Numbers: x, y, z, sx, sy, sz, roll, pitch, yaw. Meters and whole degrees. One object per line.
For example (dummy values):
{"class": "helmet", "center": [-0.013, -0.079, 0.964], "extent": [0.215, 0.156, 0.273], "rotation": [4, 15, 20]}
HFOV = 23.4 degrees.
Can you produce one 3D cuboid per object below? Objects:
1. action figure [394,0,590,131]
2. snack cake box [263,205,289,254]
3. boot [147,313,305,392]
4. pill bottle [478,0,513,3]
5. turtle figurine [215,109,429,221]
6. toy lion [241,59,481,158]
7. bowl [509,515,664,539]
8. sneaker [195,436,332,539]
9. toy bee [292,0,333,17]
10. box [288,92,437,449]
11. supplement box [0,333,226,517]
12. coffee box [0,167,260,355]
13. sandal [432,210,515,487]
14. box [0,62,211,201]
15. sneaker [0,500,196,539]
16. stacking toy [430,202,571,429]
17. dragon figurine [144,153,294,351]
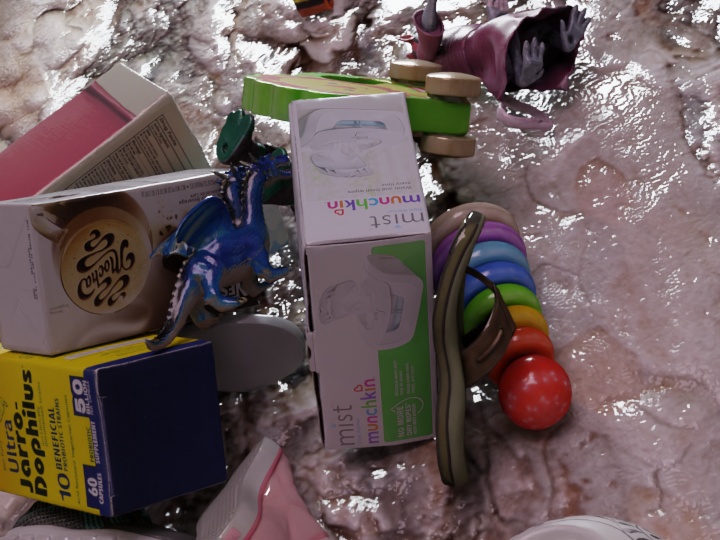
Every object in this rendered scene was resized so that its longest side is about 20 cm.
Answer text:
{"class": "action figure", "center": [0.112, -0.192, 1.576], "extent": [0.199, 0.133, 0.151], "rotation": [1, 86, 46]}
{"class": "snack cake box", "center": [-0.174, -0.017, 1.489], "extent": [0.199, 0.068, 0.114], "rotation": [-30, 22, -36]}
{"class": "boot", "center": [-0.137, 0.052, 1.449], "extent": [0.198, 0.074, 0.096], "rotation": [-9, 34, 13]}
{"class": "pill bottle", "center": [0.125, -0.357, 1.712], "extent": [0.111, 0.113, 0.201], "rotation": [-20, 39, 10]}
{"class": "turtle figurine", "center": [-0.021, -0.074, 1.458], "extent": [0.149, 0.199, 0.102], "rotation": [23, 97, 44]}
{"class": "toy lion", "center": [-0.007, -0.141, 1.443], "extent": [0.190, 0.069, 0.200], "rotation": [4, 11, -13]}
{"class": "bowl", "center": [0.132, 0.221, 1.083], "extent": [0.199, 0.095, 0.202], "rotation": [-16, 41, 14]}
{"class": "sneaker", "center": [-0.060, 0.195, 1.254], "extent": [0.076, 0.104, 0.200], "rotation": [-50, 7, 10]}
{"class": "toy bee", "center": [-0.065, -0.363, 1.836], "extent": [0.130, 0.109, 0.201], "rotation": [-29, 38, 2]}
{"class": "box", "center": [0.000, 0.000, 1.307], "extent": [0.096, 0.201, 0.177], "rotation": [-6, 39, -3]}
{"class": "supplement box", "center": [-0.207, 0.110, 1.323], "extent": [0.109, 0.110, 0.199], "rotation": [-12, 9, -41]}
{"class": "coffee box", "center": [-0.182, -0.011, 1.352], "extent": [0.199, 0.114, 0.079], "rotation": [-12, 10, -39]}
{"class": "sandal", "center": [0.082, 0.055, 1.240], "extent": [0.057, 0.203, 0.080], "rotation": [2, 16, 8]}
{"class": "box", "center": [-0.248, -0.074, 1.608], "extent": [0.200, 0.128, 0.109], "rotation": [-39, 39, -15]}
{"class": "sneaker", "center": [-0.187, 0.197, 1.319], "extent": [0.198, 0.078, 0.092], "rotation": [2, 42, 29]}
{"class": "stacking toy", "center": [0.110, 0.039, 1.315], "extent": [0.085, 0.086, 0.201], "rotation": [-26, 43, 2]}
{"class": "dragon figurine", "center": [-0.117, -0.015, 1.306], "extent": [0.199, 0.100, 0.059], "rotation": [-35, 1, -35]}
